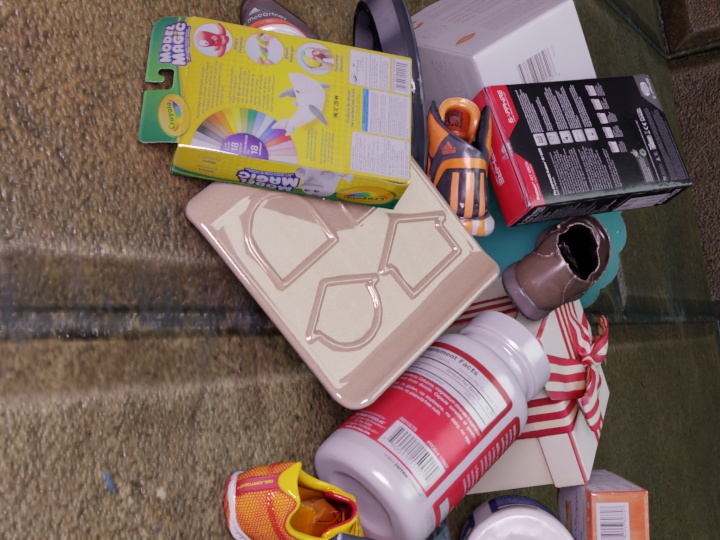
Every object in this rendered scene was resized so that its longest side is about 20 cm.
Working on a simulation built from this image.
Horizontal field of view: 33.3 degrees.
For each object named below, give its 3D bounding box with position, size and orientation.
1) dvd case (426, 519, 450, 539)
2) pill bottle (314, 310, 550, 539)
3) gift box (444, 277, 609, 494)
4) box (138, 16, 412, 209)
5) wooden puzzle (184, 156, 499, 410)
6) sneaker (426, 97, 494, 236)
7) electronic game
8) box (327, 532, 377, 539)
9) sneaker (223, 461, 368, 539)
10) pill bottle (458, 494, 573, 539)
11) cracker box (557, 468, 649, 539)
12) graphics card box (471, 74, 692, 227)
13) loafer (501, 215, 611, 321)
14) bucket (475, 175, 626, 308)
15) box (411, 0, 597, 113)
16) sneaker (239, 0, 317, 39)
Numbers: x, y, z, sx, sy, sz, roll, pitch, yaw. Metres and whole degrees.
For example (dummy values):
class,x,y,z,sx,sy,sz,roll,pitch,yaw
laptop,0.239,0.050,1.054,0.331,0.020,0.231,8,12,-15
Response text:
class,x,y,z,sx,sy,sz,roll,pitch,yaw
dvd case,0.046,0.253,1.100,0.146,0.022,0.201,-35,110,-63
pill bottle,0.066,0.126,0.997,0.200,0.112,0.113,-41,121,-28
gift box,0.144,0.098,1.182,0.201,0.186,0.185,67,26,-25
box,-0.062,-0.118,0.895,0.048,0.199,0.118,125,-29,-59
wooden puzzle,-0.013,-0.019,0.930,0.200,0.046,0.185,49,60,-2
sneaker,0.086,-0.102,1.095,0.200,0.077,0.113,-131,-137,-74
electronic game,0.028,-0.159,1.073,0.200,0.041,0.201,172,-90,-81
box,0.037,0.266,0.824,0.199,0.148,0.108,17,57,-22
sneaker,-0.026,0.202,0.903,0.200,0.077,0.073,46,38,-52
pill bottle,0.149,0.276,1.159,0.200,0.110,0.112,51,30,-83
cracker box,0.235,0.272,1.180,0.200,0.057,0.135,76,12,-86
graphics card box,0.207,-0.116,1.136,0.199,0.051,0.126,-10,72,-28
loafer,0.201,-0.010,1.123,0.073,0.071,0.200,54,32,-1
bucket,0.180,-0.050,1.321,0.135,0.206,0.209,16,65,-57
box,0.129,-0.219,1.245,0.200,0.124,0.098,33,-29,59
sneaker,-0.044,-0.167,1.036,0.200,0.077,0.082,55,18,-53
